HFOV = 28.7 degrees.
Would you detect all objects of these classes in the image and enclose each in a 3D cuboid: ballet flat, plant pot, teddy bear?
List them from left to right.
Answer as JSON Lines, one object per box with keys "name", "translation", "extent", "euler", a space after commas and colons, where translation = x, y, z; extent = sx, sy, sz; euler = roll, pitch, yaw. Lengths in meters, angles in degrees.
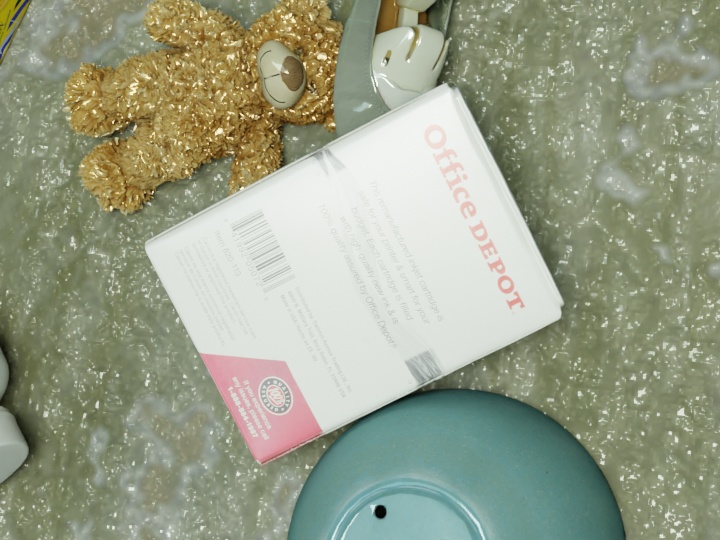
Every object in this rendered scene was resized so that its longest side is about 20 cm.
{"name": "teddy bear", "translation": [-0.099, -0.107, 0.891], "extent": [0.198, 0.067, 0.146], "euler": [1, 84, 17]}
{"name": "ballet flat", "translation": [0.029, -0.156, 0.856], "extent": [0.064, 0.067, 0.202], "euler": [-3, 75, 56]}
{"name": "plant pot", "translation": [0.041, 0.161, 0.772], "extent": [0.198, 0.135, 0.202], "euler": [-3, 80, 15]}

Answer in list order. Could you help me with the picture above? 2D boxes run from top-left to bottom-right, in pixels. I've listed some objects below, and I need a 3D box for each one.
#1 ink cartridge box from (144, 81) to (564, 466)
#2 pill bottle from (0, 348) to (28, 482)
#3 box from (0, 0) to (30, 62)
{"name": "ink cartridge box", "translation": [0.000, 0.000, 0.818], "extent": [0.199, 0.083, 0.147], "euler": [-26, 95, 10]}
{"name": "pill bottle", "translation": [-0.294, 0.050, 0.897], "extent": [0.111, 0.111, 0.201], "euler": [-36, 73, 8]}
{"name": "box", "translation": [-0.280, -0.170, 0.954], "extent": [0.070, 0.064, 0.201], "euler": [25, 89, 18]}
